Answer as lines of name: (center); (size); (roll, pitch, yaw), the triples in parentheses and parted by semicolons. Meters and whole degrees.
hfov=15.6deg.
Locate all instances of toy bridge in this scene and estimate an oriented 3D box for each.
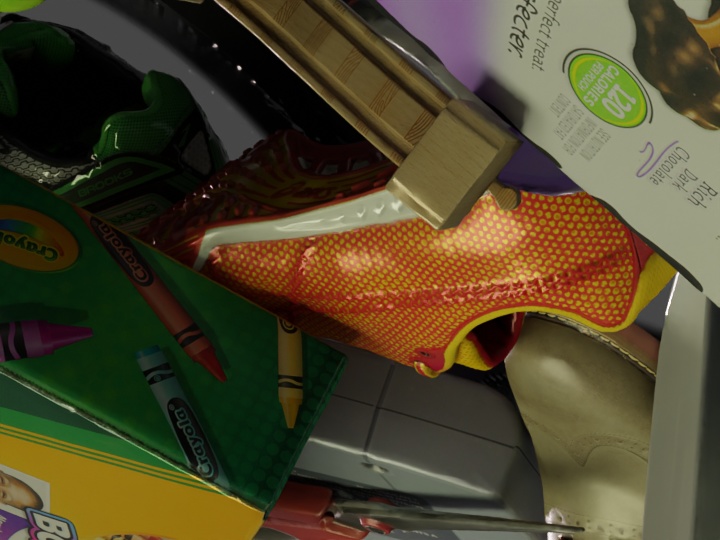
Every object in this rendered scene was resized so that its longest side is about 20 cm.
toy bridge: (-0.041, -0.077, 0.609); (0.200, 0.027, 0.067); (40, -171, 6)

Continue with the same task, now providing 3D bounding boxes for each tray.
tray: (0.084, 0.073, 0.650); (0.022, 0.201, 0.108); (7, 151, 3)

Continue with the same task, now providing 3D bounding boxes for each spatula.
spatula: (0.016, -0.056, 0.677); (0.200, 0.056, 0.021); (33, 143, 49)

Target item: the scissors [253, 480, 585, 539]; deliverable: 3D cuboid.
scissors: (0.002, 0.078, 0.831); (0.199, 0.014, 0.073); (4, 155, 37)

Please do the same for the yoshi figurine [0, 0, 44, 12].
yoshi figurine: (-0.112, -0.167, 0.668); (0.112, 0.112, 0.201); (-28, 97, 23)

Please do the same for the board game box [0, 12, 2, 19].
board game box: (-0.183, -0.106, 0.827); (0.200, 0.026, 0.201); (39, 136, 19)

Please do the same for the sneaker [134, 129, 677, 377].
sneaker: (0.000, 0.000, 0.742); (0.199, 0.073, 0.077); (-4, 122, 49)

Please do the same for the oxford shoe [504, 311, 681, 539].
oxford shoe: (0.087, 0.091, 0.789); (0.070, 0.075, 0.200); (13, 143, 48)

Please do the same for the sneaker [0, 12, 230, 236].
sneaker: (-0.122, -0.056, 0.876); (0.199, 0.078, 0.085); (15, 139, 29)

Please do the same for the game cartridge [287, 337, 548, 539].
game cartridge: (-0.029, 0.052, 0.858); (0.199, 0.042, 0.133); (12, 158, 22)

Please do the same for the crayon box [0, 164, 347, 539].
crayon box: (-0.090, 0.060, 0.792); (0.118, 0.058, 0.200); (28, 149, -1)

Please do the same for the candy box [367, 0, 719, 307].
candy box: (0.073, -0.081, 0.523); (0.200, 0.072, 0.168); (41, 157, 2)
